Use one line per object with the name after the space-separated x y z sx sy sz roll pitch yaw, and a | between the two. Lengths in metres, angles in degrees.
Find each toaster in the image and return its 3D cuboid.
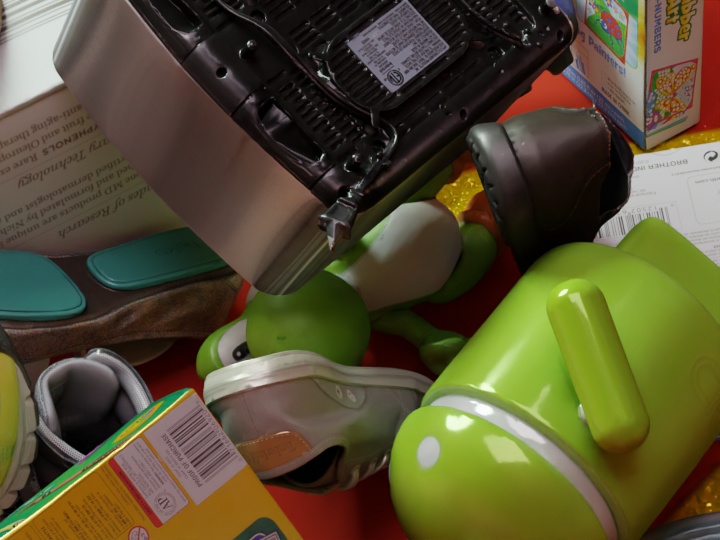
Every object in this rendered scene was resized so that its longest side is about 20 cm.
-0.029 -0.105 1.180 0.181 0.119 0.200 46 56 5 | toaster

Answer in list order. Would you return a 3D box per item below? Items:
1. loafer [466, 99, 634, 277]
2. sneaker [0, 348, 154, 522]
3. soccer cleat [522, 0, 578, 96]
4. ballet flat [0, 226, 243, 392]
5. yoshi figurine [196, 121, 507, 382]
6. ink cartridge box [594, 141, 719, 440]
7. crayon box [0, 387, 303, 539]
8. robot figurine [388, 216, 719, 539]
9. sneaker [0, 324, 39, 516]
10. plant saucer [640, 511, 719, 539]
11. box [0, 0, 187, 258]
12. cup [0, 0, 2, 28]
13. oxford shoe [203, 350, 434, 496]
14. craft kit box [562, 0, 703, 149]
0.100 -0.036 1.191 0.071 0.200 0.073 -20 83 6 | loafer
-0.158 0.081 1.203 0.200 0.114 0.075 23 45 26 | sneaker
0.022 -0.112 1.366 0.200 0.065 0.084 -27 72 3 | soccer cleat
-0.147 0.025 1.256 0.199 0.067 0.068 -6 37 -32 | ballet flat
0.009 0.004 1.261 0.200 0.112 0.112 -39 60 -21 | yoshi figurine
0.171 0.018 1.265 0.119 0.042 0.200 -9 45 3 | ink cartridge box
-0.066 0.167 1.075 0.119 0.058 0.200 -38 94 -27 | crayon box
0.093 0.069 1.127 0.116 0.175 0.200 42 65 -1 | robot figurine
-0.218 0.098 1.143 0.090 0.200 0.078 -5 49 -45 | sneaker
0.174 0.183 1.123 0.199 0.027 0.201 -4 47 4 | plant saucer
-0.216 -0.074 1.320 0.200 0.172 0.199 -28 50 -15 | box
-0.286 -0.155 1.192 0.200 0.143 0.201 -5 49 6 | cup
-0.013 0.076 1.164 0.075 0.200 0.058 -20 77 19 | oxford shoe
0.113 -0.199 1.365 0.048 0.198 0.200 -28 50 -17 | craft kit box
